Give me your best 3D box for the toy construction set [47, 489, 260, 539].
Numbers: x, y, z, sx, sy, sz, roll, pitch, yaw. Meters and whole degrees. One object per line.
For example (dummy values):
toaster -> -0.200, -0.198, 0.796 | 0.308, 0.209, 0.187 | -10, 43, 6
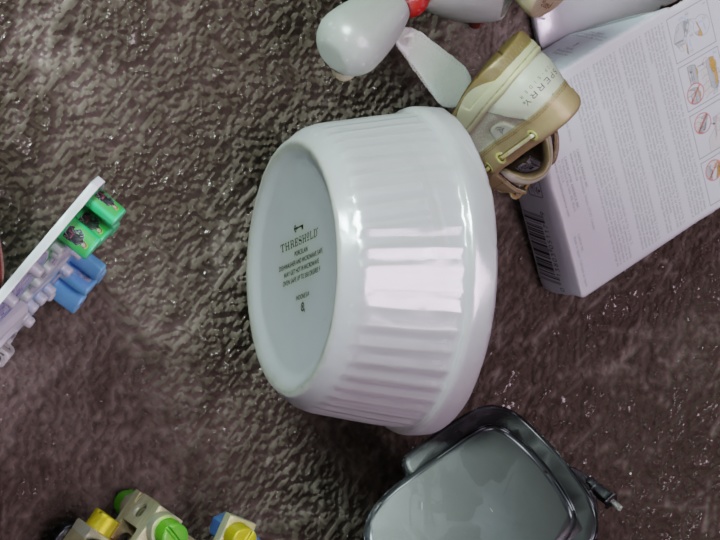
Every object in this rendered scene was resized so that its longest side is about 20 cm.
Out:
toy construction set -> -0.146, 0.221, 1.525 | 0.131, 0.092, 0.200 | 38, 68, -34

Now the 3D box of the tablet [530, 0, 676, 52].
tablet -> 0.152, -0.258, 1.661 | 0.130, 0.014, 0.200 | -25, 113, -28

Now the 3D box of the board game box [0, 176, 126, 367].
board game box -> -0.205, 0.049, 1.384 | 0.026, 0.200, 0.200 | 39, 76, -1

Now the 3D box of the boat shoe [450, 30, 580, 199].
boat shoe -> 0.089, -0.079, 1.552 | 0.066, 0.200, 0.074 | 41, 74, 6

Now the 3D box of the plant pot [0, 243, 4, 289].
plant pot -> -0.317, -0.040, 1.297 | 0.195, 0.201, 0.201 | -24, 113, -19

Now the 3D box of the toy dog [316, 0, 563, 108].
toy dog -> 0.042, -0.165, 1.562 | 0.200, 0.132, 0.096 | -13, 145, -27

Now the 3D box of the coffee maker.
coffee maker -> 0.083, 0.166, 1.585 | 0.135, 0.200, 0.192 | 28, 69, 9

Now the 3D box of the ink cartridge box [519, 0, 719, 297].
ink cartridge box -> 0.191, -0.097, 1.698 | 0.200, 0.057, 0.163 | -34, 121, -29

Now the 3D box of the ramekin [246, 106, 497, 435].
ramekin -> 0.000, 0.000, 1.511 | 0.094, 0.202, 0.203 | 1, 100, -23
